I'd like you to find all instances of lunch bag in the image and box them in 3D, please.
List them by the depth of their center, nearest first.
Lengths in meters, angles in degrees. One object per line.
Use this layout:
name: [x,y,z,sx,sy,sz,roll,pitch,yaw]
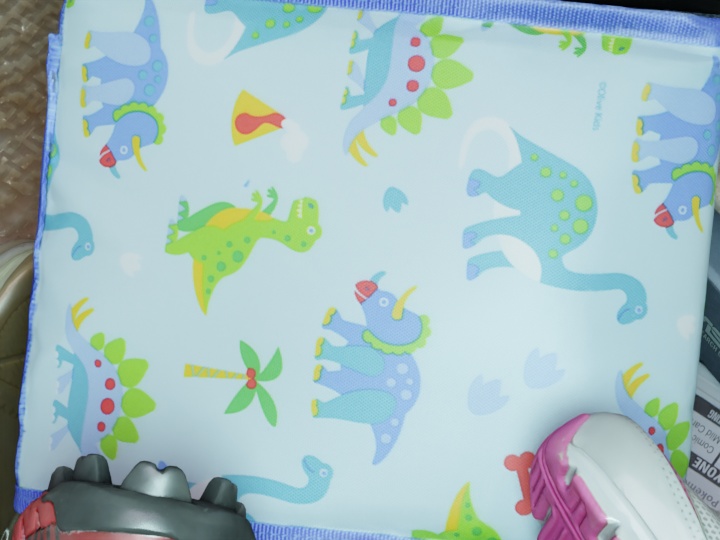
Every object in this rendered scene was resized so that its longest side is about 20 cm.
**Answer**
lunch bag: [0.000,0.000,0.765,0.198,0.127,0.171,5,89,-3]

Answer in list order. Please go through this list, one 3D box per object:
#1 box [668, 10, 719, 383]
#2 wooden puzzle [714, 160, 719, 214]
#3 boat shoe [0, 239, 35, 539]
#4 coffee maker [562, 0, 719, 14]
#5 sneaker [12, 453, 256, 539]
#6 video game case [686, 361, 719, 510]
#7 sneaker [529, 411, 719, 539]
box: [0.141,-0.063,0.868,0.157,0.051,0.200,-30,66,-19]
wooden puzzle: [0.228,-0.007,0.802,0.199,0.037,0.185,-32,72,-25]
boat shoe: [-0.144,0.080,0.817,0.072,0.065,0.201,33,82,-30]
coffee maker: [0.128,-0.125,0.773,0.199,0.192,0.136,9,76,23]
sneaker: [-0.076,0.125,0.714,0.070,0.201,0.098,15,56,-10]
video game case: [0.024,0.077,0.833,0.199,0.022,0.183,33,70,15]
sneaker: [0.130,0.105,0.688,0.200,0.081,0.088,45,73,-4]
